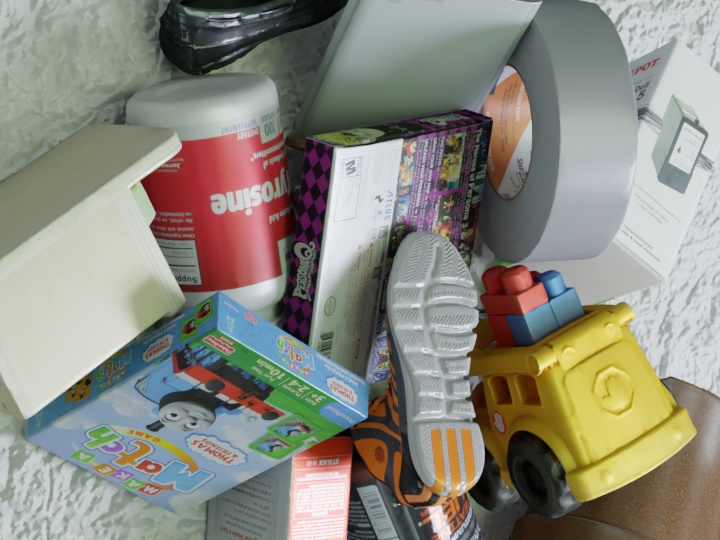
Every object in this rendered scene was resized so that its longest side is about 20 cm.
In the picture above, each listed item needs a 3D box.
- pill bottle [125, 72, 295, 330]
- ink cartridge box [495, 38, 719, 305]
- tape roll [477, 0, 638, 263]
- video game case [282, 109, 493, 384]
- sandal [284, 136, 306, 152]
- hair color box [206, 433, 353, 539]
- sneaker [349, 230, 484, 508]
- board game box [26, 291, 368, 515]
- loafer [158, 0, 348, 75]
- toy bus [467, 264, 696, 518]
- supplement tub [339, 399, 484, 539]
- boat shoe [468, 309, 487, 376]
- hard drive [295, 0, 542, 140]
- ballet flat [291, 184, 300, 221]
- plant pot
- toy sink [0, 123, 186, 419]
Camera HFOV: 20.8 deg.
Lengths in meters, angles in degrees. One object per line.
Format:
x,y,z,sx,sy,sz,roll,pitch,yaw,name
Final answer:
-0.104,-0.037,1.438,0.112,0.112,0.201,-20,111,-35,pill bottle
0.216,-0.077,1.637,0.084,0.145,0.201,37,60,-19,ink cartridge box
0.140,-0.107,1.501,0.066,0.200,0.202,-2,97,-18,tape roll
0.019,-0.013,1.467,0.181,0.036,0.201,-15,119,-46,video game case
0.020,-0.049,1.561,0.211,0.077,0.070,13,92,-45,sandal
-0.066,0.218,1.503,0.064,0.111,0.201,2,95,-38,hair color box
0.031,0.077,1.445,0.077,0.112,0.201,8,71,-27,sneaker
-0.117,0.100,1.402,0.151,0.200,0.037,33,43,-36,board game box
-0.064,-0.215,1.467,0.200,0.068,0.071,-32,154,-29,loafer
0.139,0.083,1.547,0.135,0.200,0.193,-29,99,-26,toy bus
0.042,0.209,1.590,0.107,0.107,0.201,-36,117,-29,supplement tub
0.136,0.050,1.671,0.199,0.072,0.068,-1,98,-31,boat shoe
0.040,-0.156,1.475,0.131,0.200,0.026,6,58,-16,hard drive
0.000,0.000,1.532,0.072,0.072,0.201,-45,136,-25,ballet flat
0.236,0.203,1.700,0.200,0.200,0.199,36,65,-35,plant pot
-0.206,-0.001,1.353,0.200,0.130,0.112,-40,118,-29,toy sink
